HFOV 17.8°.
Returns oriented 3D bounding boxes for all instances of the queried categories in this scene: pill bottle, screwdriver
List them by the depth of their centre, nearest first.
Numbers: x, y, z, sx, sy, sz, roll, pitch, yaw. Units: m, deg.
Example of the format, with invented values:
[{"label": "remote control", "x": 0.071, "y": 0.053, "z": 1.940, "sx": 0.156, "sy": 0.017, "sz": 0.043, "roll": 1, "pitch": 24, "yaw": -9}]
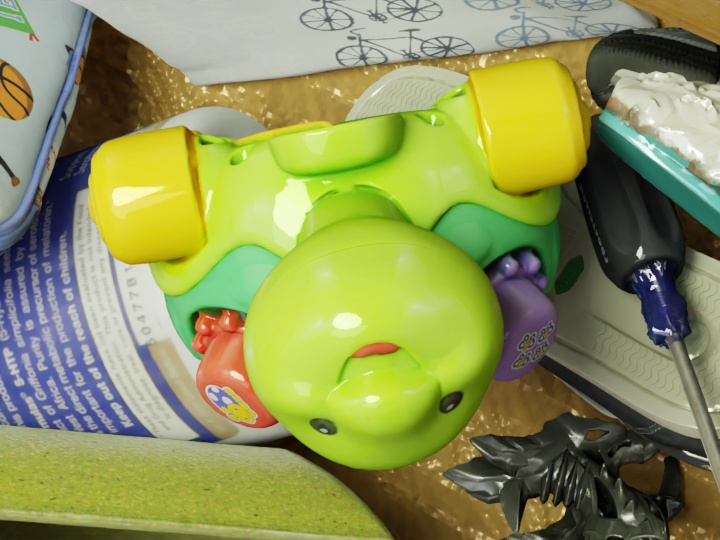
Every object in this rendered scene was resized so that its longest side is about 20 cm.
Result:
[{"label": "screwdriver", "x": 0.095, "y": 0.036, "z": 0.682, "sx": 0.029, "sy": 0.028, "sz": 0.200, "roll": -48, "pitch": 44, "yaw": 45}, {"label": "pill bottle", "x": -0.116, "y": 0.025, "z": 0.834, "sx": 0.200, "sy": 0.120, "sz": 0.120, "roll": -18, "pitch": 95, "yaw": 25}]

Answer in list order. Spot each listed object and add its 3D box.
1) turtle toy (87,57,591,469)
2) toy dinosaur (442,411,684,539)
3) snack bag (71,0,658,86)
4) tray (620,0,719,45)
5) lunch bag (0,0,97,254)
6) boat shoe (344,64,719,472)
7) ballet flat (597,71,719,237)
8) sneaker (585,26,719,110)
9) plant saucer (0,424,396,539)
[{"label": "turtle toy", "x": 0.000, "y": 0.000, "z": 0.665, "sx": 0.146, "sy": 0.200, "sz": 0.101, "roll": -11, "pitch": 93, "yaw": 1}, {"label": "toy dinosaur", "x": 0.094, "y": 0.125, "z": 0.761, "sx": 0.102, "sy": 0.200, "sz": 0.136, "roll": 99, "pitch": 151, "yaw": -50}, {"label": "snack bag", "x": -0.022, "y": -0.105, "z": 0.731, "sx": 0.188, "sy": 0.200, "sz": 0.021, "roll": -3, "pitch": 74, "yaw": 24}, {"label": "tray", "x": 0.150, "y": -0.075, "z": 0.598, "sx": 0.099, "sy": 0.200, "sz": 0.037, "roll": -17, "pitch": 60, "yaw": 54}, {"label": "lunch bag", "x": -0.173, "y": -0.080, "z": 0.753, "sx": 0.160, "sy": 0.200, "sz": 0.076, "roll": 37, "pitch": 122, "yaw": -21}, {"label": "boat shoe", "x": 0.067, "y": 0.001, "z": 0.769, "sx": 0.200, "sy": 0.068, "sz": 0.072, "roll": 39, "pitch": 87, "yaw": 33}, {"label": "ballet flat", "x": 0.159, "y": -0.003, "z": 0.678, "sx": 0.200, "sy": 0.072, "sz": 0.072, "roll": 41, "pitch": 115, "yaw": -7}, {"label": "sneaker", "x": 0.156, "y": -0.001, "z": 0.739, "sx": 0.200, "sy": 0.075, "sz": 0.116, "roll": 20, "pitch": 112, "yaw": 17}, {"label": "plant saucer", "x": -0.102, "y": 0.109, "z": 0.811, "sx": 0.199, "sy": 0.048, "sz": 0.200, "roll": 6, "pitch": 149, "yaw": -10}]
